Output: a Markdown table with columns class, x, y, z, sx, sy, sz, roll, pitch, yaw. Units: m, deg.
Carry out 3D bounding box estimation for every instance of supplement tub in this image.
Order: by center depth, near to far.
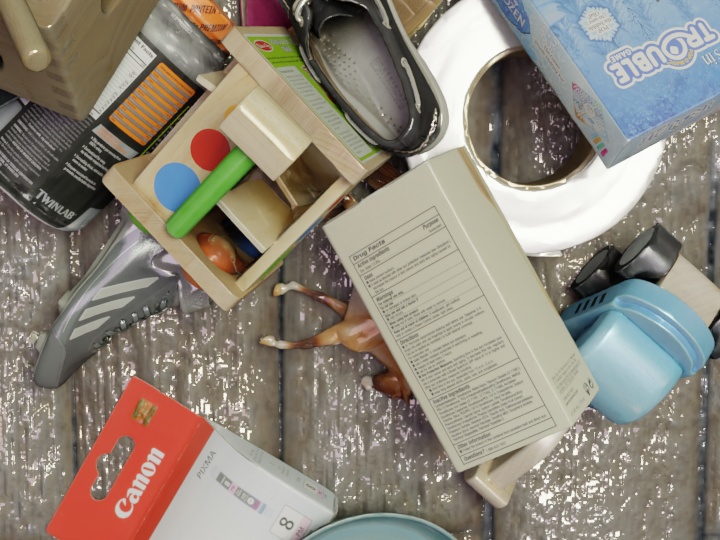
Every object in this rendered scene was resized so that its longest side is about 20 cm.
| class | x | y | z | sx | sy | sz | roll | pitch | yaw |
| --- | --- | --- | --- | --- | --- | --- | --- | --- | --- |
| supplement tub | -0.187 | -0.138 | 0.757 | 0.200 | 0.123 | 0.123 | -44 | 94 | 5 |

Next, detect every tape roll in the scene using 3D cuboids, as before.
| class | x | y | z | sx | sy | sz | roll | pitch | yaw |
| --- | --- | --- | --- | --- | --- | --- | --- | --- | --- |
| tape roll | 0.127 | -0.114 | 0.776 | 0.200 | 0.071 | 0.205 | 0 | 96 | 1 |

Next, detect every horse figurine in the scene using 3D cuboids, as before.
| class | x | y | z | sx | sy | sz | roll | pitch | yaw |
| --- | --- | --- | --- | --- | --- | --- | --- | --- | --- |
| horse figurine | 0.000 | 0.000 | 0.804 | 0.131 | 0.050 | 0.202 | 14 | 99 | 6 |

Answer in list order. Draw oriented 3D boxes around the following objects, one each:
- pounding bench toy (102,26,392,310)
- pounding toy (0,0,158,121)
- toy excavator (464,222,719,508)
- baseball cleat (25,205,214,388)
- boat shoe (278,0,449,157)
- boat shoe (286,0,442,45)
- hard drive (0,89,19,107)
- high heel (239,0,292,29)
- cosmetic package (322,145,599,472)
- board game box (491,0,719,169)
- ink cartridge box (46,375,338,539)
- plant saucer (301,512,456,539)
| class | x | y | z | sx | sy | sz | roll | pitch | yaw |
| --- | --- | --- | --- | --- | --- | --- | --- | --- | --- |
| pounding bench toy | -0.086 | -0.061 | 0.683 | 0.156 | 0.200 | 0.124 | -43 | 92 | 17 |
| pounding toy | -0.208 | -0.192 | 0.610 | 0.182 | 0.142 | 0.202 | 22 | 67 | 6 |
| toy excavator | 0.171 | 0.084 | 0.775 | 0.100 | 0.194 | 0.200 | 42 | 68 | -3 |
| baseball cleat | -0.177 | 0.025 | 0.802 | 0.106 | 0.070 | 0.201 | 33 | 97 | -2 |
| boat shoe | -0.013 | -0.165 | 0.702 | 0.074 | 0.060 | 0.201 | -33 | 83 | 23 |
| boat shoe | -0.002 | -0.178 | 0.774 | 0.199 | 0.069 | 0.074 | -34 | 96 | 26 |
| hard drive | -0.311 | -0.160 | 0.728 | 0.198 | 0.033 | 0.141 | -23 | 68 | 15 |
| high heel | -0.094 | -0.275 | 0.768 | 0.095 | 0.067 | 0.201 | -33 | 108 | -6 |
| cosmetic package | 0.071 | 0.026 | 0.718 | 0.105 | 0.071 | 0.202 | -28 | 90 | 33 |
| board game box | 0.198 | -0.198 | 0.712 | 0.199 | 0.043 | 0.200 | -27 | 76 | -19 |
| ink cartridge box | -0.142 | 0.209 | 0.833 | 0.199 | 0.057 | 0.164 | 31 | 97 | -7 |
| plant saucer | 0.003 | 0.281 | 0.816 | 0.198 | 0.027 | 0.203 | -4 | 106 | -14 |
